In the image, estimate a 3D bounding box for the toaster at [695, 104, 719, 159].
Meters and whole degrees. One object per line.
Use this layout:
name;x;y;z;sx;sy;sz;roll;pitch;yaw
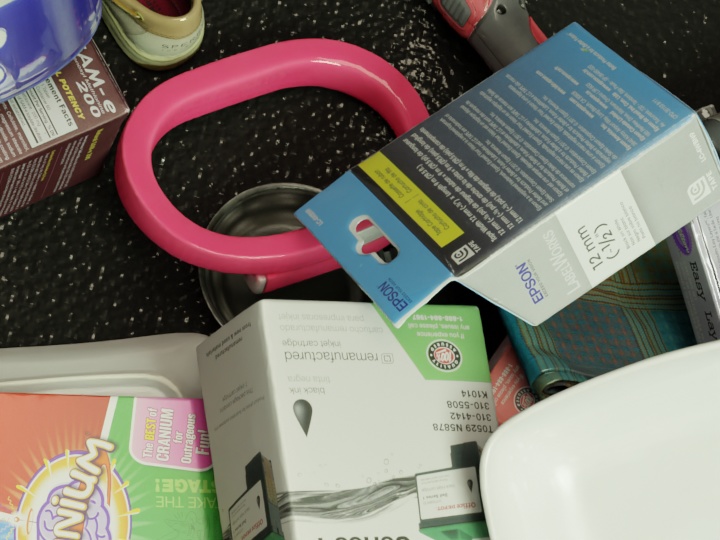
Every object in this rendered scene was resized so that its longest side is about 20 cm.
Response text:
toaster;0.276;-0.022;1.766;0.129;0.114;0.200;-26;87;-21

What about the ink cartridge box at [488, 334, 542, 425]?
ink cartridge box;0.155;0.114;1.703;0.200;0.068;0.116;37;50;0

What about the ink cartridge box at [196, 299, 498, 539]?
ink cartridge box;0.003;0.124;1.598;0.146;0.084;0.200;2;68;-31

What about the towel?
towel;0.132;-0.002;1.716;0.147;0.022;0.200;6;48;-30

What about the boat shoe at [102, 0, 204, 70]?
boat shoe;-0.154;-0.214;1.744;0.074;0.066;0.200;-37;85;-21

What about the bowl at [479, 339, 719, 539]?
bowl;0.177;0.146;1.556;0.200;0.075;0.200;-19;82;14

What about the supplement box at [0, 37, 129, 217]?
supplement box;-0.236;-0.057;1.653;0.200;0.109;0.061;-25;80;-20

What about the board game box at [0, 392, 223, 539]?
board game box;-0.150;0.145;1.613;0.200;0.040;0.153;2;73;-14

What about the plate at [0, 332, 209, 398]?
plate;-0.164;0.133;1.653;0.199;0.032;0.200;-4;74;-14

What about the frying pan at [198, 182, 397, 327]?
frying pan;-0.011;-0.013;1.736;0.190;0.031;0.115;-30;79;-26

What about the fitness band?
fitness band;-0.046;-0.064;1.721;0.200;0.037;0.144;-20;63;-27

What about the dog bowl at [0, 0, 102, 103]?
dog bowl;-0.247;-0.160;1.636;0.200;0.200;0.079;-24;124;-19

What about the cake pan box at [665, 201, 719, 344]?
cake pan box;0.279;0.020;1.675;0.184;0.052;0.200;-20;95;-21

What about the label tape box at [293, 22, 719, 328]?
label tape box;0.082;-0.038;1.634;0.200;0.143;0.066;-35;126;-6

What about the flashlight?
flashlight;0.108;-0.127;1.766;0.068;0.068;0.200;-40;73;4
